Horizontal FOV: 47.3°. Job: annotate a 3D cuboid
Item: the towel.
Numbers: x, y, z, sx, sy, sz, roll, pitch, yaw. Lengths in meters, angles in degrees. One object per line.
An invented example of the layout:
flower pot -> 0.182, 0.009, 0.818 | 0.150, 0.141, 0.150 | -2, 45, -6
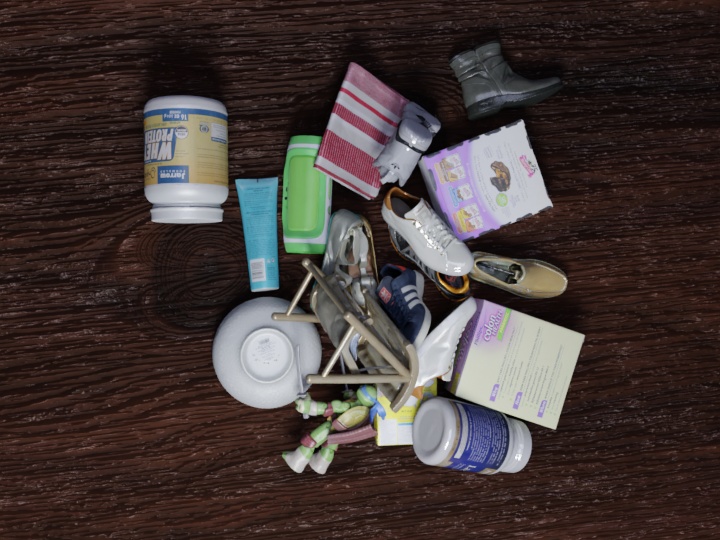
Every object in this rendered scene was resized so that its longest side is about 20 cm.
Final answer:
towel -> 0.004, -0.245, 1.461 | 0.143, 0.023, 0.203 | 25, 79, -34

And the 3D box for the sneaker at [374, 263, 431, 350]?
sneaker -> 0.067, 0.060, 1.427 | 0.084, 0.201, 0.075 | 25, 118, -19

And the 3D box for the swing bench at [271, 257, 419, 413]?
swing bench -> -0.014, 0.105, 1.360 | 0.198, 0.199, 0.131 | 24, 105, -34

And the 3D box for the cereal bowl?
cereal bowl -> -0.165, 0.148, 1.454 | 0.196, 0.083, 0.204 | 0, 91, -6

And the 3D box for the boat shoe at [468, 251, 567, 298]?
boat shoe -> 0.290, 0.011, 1.504 | 0.196, 0.076, 0.073 | 8, 89, -6

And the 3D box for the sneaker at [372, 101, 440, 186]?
sneaker -> 0.078, -0.221, 1.448 | 0.075, 0.200, 0.115 | 34, 115, -5

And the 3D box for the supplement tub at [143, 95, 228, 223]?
supplement tub -> -0.298, -0.186, 1.410 | 0.142, 0.145, 0.204 | -1, 89, -6

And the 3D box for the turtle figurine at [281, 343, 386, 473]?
turtle figurine -> -0.064, 0.247, 1.449 | 0.199, 0.144, 0.195 | 36, 102, 4

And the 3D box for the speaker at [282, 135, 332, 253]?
speaker -> -0.093, -0.133, 1.462 | 0.087, 0.088, 0.204 | 3, 90, -6

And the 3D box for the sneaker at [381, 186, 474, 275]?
sneaker -> 0.114, -0.068, 1.425 | 0.199, 0.085, 0.073 | 38, 71, 14

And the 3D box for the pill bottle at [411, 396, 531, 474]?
pill bottle -> 0.199, 0.295, 1.450 | 0.197, 0.115, 0.118 | 16, 88, -29

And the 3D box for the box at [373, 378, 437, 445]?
box -> 0.080, 0.211, 1.497 | 0.115, 0.048, 0.204 | 0, 92, -7

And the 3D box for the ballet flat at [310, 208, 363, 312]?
ballet flat -> -0.039, -0.007, 1.444 | 0.063, 0.067, 0.203 | 23, 113, 20

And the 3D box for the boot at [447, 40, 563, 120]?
boot -> 0.268, -0.365, 1.513 | 0.197, 0.068, 0.133 | -15, 86, -7

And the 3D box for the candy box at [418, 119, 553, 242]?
candy box -> 0.226, -0.158, 1.501 | 0.197, 0.072, 0.170 | -20, 91, -5

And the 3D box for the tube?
tube -> -0.179, -0.066, 1.474 | 0.076, 0.050, 0.204 | -4, 85, -10

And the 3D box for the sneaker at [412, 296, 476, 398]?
sneaker -> 0.146, 0.138, 1.443 | 0.085, 0.073, 0.200 | 43, 89, 0

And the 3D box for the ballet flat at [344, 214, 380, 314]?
ballet flat -> 0.000, 0.000, 1.481 | 0.067, 0.063, 0.204 | -9, 91, -8

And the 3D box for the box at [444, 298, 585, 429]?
box -> 0.276, 0.166, 1.493 | 0.197, 0.097, 0.179 | 18, 88, -6

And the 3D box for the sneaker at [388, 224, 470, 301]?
sneaker -> 0.132, -0.027, 1.489 | 0.200, 0.077, 0.078 | 43, 88, -2
